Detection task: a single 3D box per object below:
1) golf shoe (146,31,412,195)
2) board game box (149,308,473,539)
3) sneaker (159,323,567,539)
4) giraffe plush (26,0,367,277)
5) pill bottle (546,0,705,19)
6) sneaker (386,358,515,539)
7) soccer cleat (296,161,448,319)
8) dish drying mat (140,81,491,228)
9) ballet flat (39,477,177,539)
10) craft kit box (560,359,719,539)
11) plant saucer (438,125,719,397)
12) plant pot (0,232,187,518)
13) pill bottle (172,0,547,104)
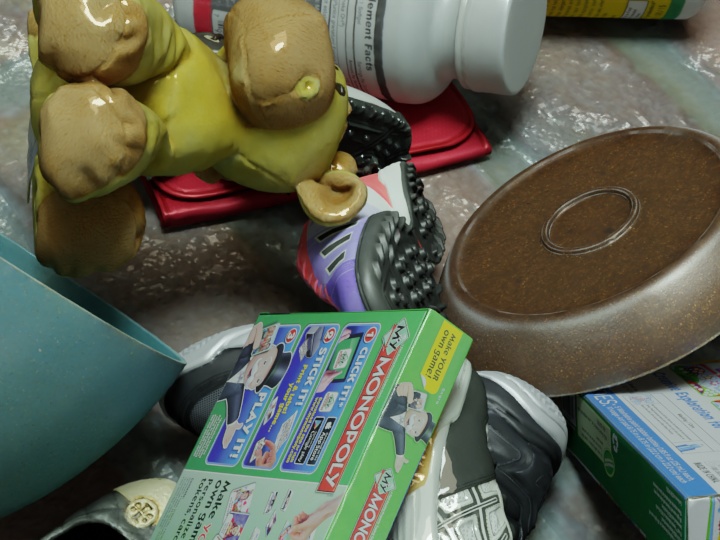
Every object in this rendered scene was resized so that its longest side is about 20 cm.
[{"bbox_3d":[-0.068,-0.098,1.067,0.200,0.078,0.095,7,44,0],"label":"golf shoe"},{"bbox_3d":[-0.040,0.109,0.812,0.135,0.029,0.200,-2,58,54],"label":"board game box"},{"bbox_3d":[-0.004,0.093,0.904,0.200,0.076,0.114,10,42,2],"label":"sneaker"},{"bbox_3d":[-0.077,-0.080,0.933,0.162,0.200,0.173,0,77,-12],"label":"giraffe plush"},{"bbox_3d":[0.114,-0.215,1.199,0.200,0.113,0.113,1,45,-4],"label":"pill bottle"},{"bbox_3d":[0.040,0.129,0.806,0.088,0.076,0.200,20,53,-14],"label":"sneaker"},{"bbox_3d":[0.000,0.000,0.967,0.073,0.068,0.200,-23,16,11],"label":"soccer cleat"},{"bbox_3d":[-0.029,-0.073,1.112,0.200,0.018,0.077,-14,47,-17],"label":"dish drying mat"},{"bbox_3d":[-0.144,0.154,0.846,0.066,0.057,0.200,33,51,24],"label":"ballet flat"},{"bbox_3d":[0.212,0.083,0.889,0.197,0.049,0.200,-6,13,-7],"label":"craft kit box"},{"bbox_3d":[0.123,-0.015,0.988,0.200,0.035,0.200,-20,31,13],"label":"plant saucer"},{"bbox_3d":[-0.200,0.044,0.882,0.200,0.200,0.135,32,87,25],"label":"plant pot"},{"bbox_3d":[0.002,-0.157,1.117,0.200,0.111,0.111,12,45,19],"label":"pill bottle"}]
